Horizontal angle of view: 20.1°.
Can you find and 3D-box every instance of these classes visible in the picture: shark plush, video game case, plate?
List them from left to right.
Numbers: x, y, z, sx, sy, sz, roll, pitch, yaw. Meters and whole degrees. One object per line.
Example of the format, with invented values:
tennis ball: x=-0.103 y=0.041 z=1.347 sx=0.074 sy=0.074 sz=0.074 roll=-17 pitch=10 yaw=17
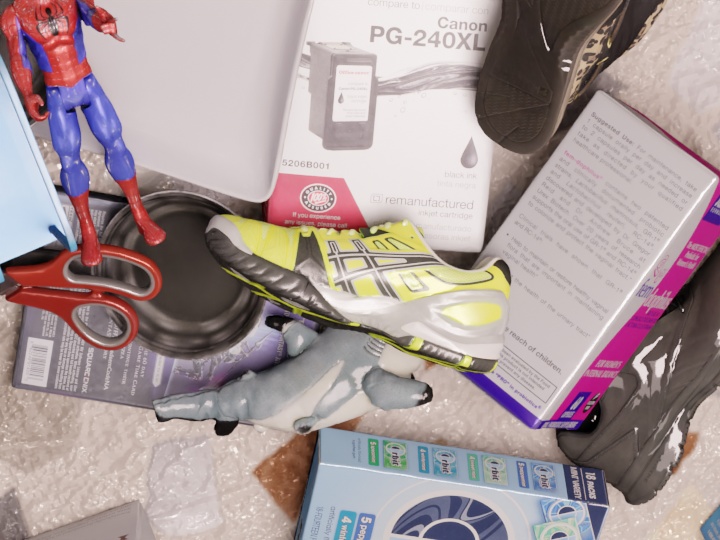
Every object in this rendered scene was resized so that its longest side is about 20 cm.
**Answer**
plate: x=-0.125 y=-0.162 z=1.254 sx=0.199 sy=0.032 sz=0.200 roll=17 pitch=111 yaw=9
video game case: x=-0.127 y=0.027 z=1.375 sx=0.199 sy=0.019 sz=0.143 roll=10 pitch=106 yaw=-8
shark plush: x=-0.040 y=0.063 z=1.367 sx=0.199 sy=0.091 sz=0.084 roll=-16 pitch=95 yaw=6

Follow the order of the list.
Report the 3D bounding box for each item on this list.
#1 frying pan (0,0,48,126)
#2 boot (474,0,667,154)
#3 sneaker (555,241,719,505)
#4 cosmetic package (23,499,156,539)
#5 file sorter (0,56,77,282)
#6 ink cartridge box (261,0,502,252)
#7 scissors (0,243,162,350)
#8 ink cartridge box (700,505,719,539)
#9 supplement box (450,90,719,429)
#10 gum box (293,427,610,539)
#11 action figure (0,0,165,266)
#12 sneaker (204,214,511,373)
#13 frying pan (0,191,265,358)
frying pan: x=-0.219 y=-0.171 z=1.238 sx=0.115 sy=0.031 sz=0.191 roll=22 pitch=102 yaw=-5
boot: x=0.146 y=-0.180 z=1.239 sx=0.073 sy=0.151 sz=0.200 roll=29 pitch=128 yaw=15
sneaker: x=0.202 y=0.060 z=1.381 sx=0.091 sy=0.076 sz=0.200 roll=27 pitch=100 yaw=-3
cosmetic package: x=-0.170 y=0.275 z=1.415 sx=0.112 sy=0.081 sz=0.201 roll=-17 pitch=106 yaw=1
file sorter: x=-0.279 y=-0.039 z=1.172 sx=0.199 sy=0.123 sz=0.139 roll=-24 pitch=105 yaw=-12
ink cartridge box: x=0.015 y=-0.122 z=1.305 sx=0.145 sy=0.083 sz=0.201 roll=4 pitch=108 yaw=-4
scissors: x=-0.228 y=0.002 z=1.299 sx=0.199 sy=0.014 sz=0.073 roll=13 pitch=116 yaw=-8
ink cartridge box: x=0.362 y=0.171 z=1.384 sx=0.146 sy=0.147 sz=0.200 roll=37 pitch=100 yaw=-12
supplement box: x=0.147 y=-0.004 z=1.321 sx=0.103 sy=0.101 sz=0.200 roll=38 pitch=101 yaw=21
gum box: x=0.053 y=0.201 z=1.403 sx=0.199 sy=0.045 sz=0.170 roll=9 pitch=122 yaw=-7
action figure: x=-0.164 y=-0.093 z=1.207 sx=0.065 sy=0.099 sz=0.201 roll=-20 pitch=115 yaw=-9
sneaker: x=0.000 y=0.000 z=1.275 sx=0.199 sy=0.075 sz=0.077 roll=21 pitch=84 yaw=-5
frying pan: x=-0.150 y=0.011 z=1.336 sx=0.189 sy=0.031 sz=0.115 roll=-15 pitch=106 yaw=15
